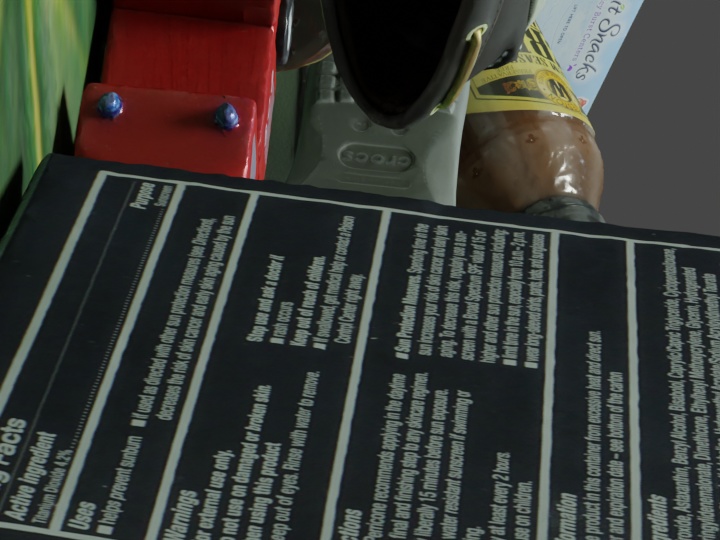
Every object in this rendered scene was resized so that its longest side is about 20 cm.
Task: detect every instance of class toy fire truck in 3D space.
[{"bbox_3d":[-0.040,-0.101,0.764,0.141,0.048,0.201,91,4,-63],"label":"toy fire truck"}]

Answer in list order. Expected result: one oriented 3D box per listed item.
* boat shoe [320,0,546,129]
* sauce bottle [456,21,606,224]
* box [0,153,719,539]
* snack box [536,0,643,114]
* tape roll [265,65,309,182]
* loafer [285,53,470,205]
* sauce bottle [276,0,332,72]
[{"bbox_3d":[0.021,-0.119,0.827,0.061,0.071,0.202,-53,156,-30],"label":"boat shoe"},{"bbox_3d":[0.051,-0.051,1.102,0.065,0.064,0.201,93,-22,-49],"label":"sauce bottle"},{"bbox_3d":[0.010,0.073,0.623,0.200,0.197,0.124,-77,175,-68],"label":"box"},{"bbox_3d":[0.052,-0.168,1.236,0.169,0.067,0.201,116,-35,-41],"label":"snack box"},{"bbox_3d":[-0.030,-0.102,1.137,0.203,0.037,0.204,6,90,-88],"label":"tape roll"},{"bbox_3d":[0.000,0.000,1.016,0.070,0.075,0.201,92,12,-49],"label":"loafer"},{"bbox_3d":[-0.002,-0.114,0.991,0.200,0.066,0.066,-39,136,-65],"label":"sauce bottle"}]
